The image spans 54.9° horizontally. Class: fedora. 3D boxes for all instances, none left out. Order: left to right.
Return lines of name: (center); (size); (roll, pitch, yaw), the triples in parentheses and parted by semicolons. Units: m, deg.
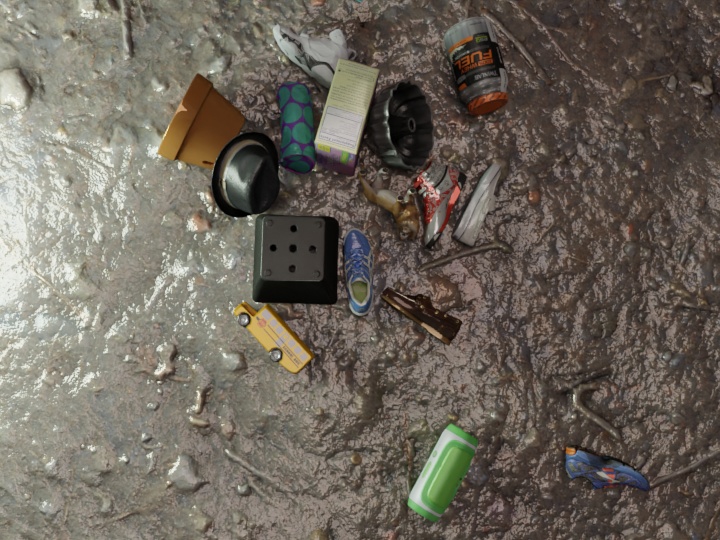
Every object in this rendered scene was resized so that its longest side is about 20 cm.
fedora: (-0.234, -0.199, 1.538); (0.091, 0.201, 0.201); (33, 80, 37)

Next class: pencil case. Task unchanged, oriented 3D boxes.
pencil case: (-0.151, -0.329, 1.600); (0.092, 0.085, 0.203); (-17, 67, 37)

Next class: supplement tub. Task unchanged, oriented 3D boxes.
supplement tub: (0.277, -0.480, 1.641); (0.121, 0.123, 0.203); (-15, 84, -5)

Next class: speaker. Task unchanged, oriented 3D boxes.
speaker: (0.184, 0.447, 1.537); (0.088, 0.088, 0.202); (30, 82, 1)

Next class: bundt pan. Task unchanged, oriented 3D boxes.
bundt pan: (0.089, -0.328, 1.593); (0.075, 0.201, 0.205); (-2, 80, 38)

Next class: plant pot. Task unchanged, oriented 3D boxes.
plant pot: (-0.349, -0.318, 1.559); (0.139, 0.200, 0.202); (27, 82, -15)
plant pot: (-0.147, -0.035, 1.533); (0.197, 0.177, 0.203); (2, 82, -2)

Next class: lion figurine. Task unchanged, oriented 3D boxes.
lion figurine: (0.065, -0.164, 1.611); (0.072, 0.123, 0.200); (-37, 69, -23)

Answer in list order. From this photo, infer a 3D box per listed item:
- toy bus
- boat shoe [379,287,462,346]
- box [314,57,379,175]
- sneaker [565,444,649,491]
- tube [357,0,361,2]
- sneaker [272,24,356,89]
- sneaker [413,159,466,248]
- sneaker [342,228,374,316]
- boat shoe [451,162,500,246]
toy bus: (-0.197, 0.146, 1.562); (0.078, 0.065, 0.200); (-42, 87, -8)
boat shoe: (0.140, 0.090, 1.588); (0.199, 0.070, 0.071); (33, 89, -7)
box: (-0.031, -0.344, 1.578); (0.095, 0.176, 0.203); (16, 82, -1)
sneaker: (0.554, 0.461, 1.571); (0.197, 0.075, 0.080); (18, 91, 7)
tube: (-0.080, -0.726, 1.693); (0.197, 0.050, 0.078); (19, 89, -6)
sneaker: (-0.107, -0.536, 1.652); (0.199, 0.075, 0.115); (40, 81, -3)
sneaker: (0.162, -0.159, 1.619); (0.107, 0.067, 0.203); (27, 77, -5)
sneaker: (0.000, 0.000, 1.587); (0.075, 0.077, 0.203); (-8, 82, -3)
boat shoe: (0.287, -0.153, 1.627); (0.065, 0.072, 0.202); (29, 83, -4)
